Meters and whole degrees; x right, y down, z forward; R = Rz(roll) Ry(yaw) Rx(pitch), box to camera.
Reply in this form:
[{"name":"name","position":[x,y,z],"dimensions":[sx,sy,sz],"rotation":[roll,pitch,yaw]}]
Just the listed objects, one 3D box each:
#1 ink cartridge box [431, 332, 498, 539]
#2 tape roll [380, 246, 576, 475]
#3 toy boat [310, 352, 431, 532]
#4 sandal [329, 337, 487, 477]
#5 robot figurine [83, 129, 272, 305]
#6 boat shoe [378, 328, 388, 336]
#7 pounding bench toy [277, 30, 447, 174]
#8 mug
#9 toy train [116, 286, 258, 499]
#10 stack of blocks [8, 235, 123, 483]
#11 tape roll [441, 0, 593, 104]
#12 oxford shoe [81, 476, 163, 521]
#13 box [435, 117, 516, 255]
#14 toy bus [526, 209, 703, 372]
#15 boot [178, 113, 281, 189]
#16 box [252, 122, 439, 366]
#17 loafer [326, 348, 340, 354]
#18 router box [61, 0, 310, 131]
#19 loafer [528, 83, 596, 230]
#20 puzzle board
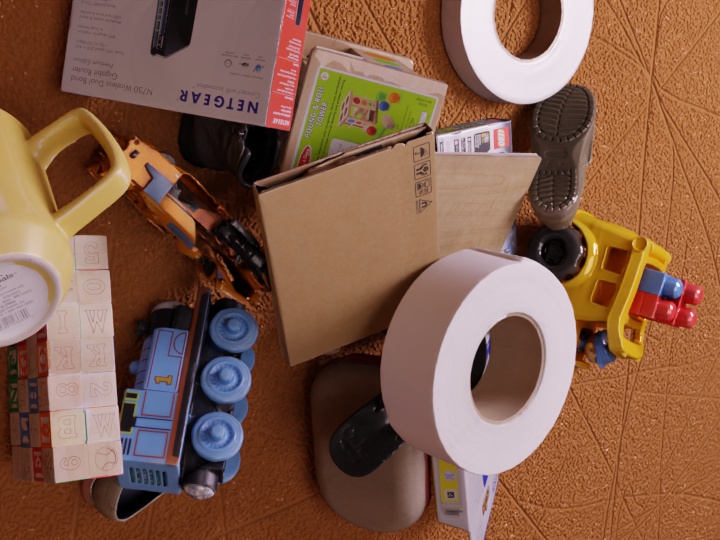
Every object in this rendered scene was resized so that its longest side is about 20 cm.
[{"name":"ink cartridge box","position":[0.118,0.193,1.151],"dimensions":[0.198,0.047,0.201],"rotation":[-49,138,-67]},{"name":"tape roll","position":[0.114,0.083,0.958],"dimensions":[0.202,0.071,0.203],"rotation":[-11,107,-39]},{"name":"toy boat","position":[0.025,0.179,1.119],"dimensions":[0.131,0.130,0.201],"rotation":[-29,120,-59]},{"name":"sandal","position":[0.052,0.126,1.006],"dimensions":[0.200,0.045,0.075],"rotation":[-45,88,-4]},{"name":"robot figurine","position":[-0.151,-0.042,0.921],"dimensions":[0.058,0.145,0.200],"rotation":[-48,114,-9]},{"name":"boat shoe","position":[0.098,0.038,1.093],"dimensions":[0.200,0.070,0.071],"rotation":[-16,137,-35]},{"name":"pounding bench toy","position":[-0.022,-0.109,0.974],"dimensions":[0.124,0.156,0.201],"rotation":[11,107,-15]},{"name":"mug","position":[-0.275,-0.037,0.750],"dimensions":[0.149,0.153,0.187],"rotation":[16,116,-47]},{"name":"toy train","position":[-0.158,0.109,0.938],"dimensions":[0.114,0.087,0.201],"rotation":[8,57,-5]},{"name":"stack of blocks","position":[-0.258,0.077,0.881],"dimensions":[0.058,0.115,0.201],"rotation":[-1,84,-35]},{"name":"tape roll","position":[0.178,-0.287,1.148],"dimensions":[0.202,0.037,0.204],"rotation":[-9,106,-34]},{"name":"oxford shoe","position":[-0.172,0.165,0.989],"dimensions":[0.200,0.074,0.071],"rotation":[-47,123,-17]},{"name":"box","position":[0.124,-0.064,1.165],"dimensions":[0.110,0.035,0.201],"rotation":[-15,110,-31]},{"name":"toy bus","position":[0.287,0.044,1.193],"dimensions":[0.136,0.192,0.201],"rotation":[17,93,-58]},{"name":"boot","position":[-0.105,-0.179,0.917],"dimensions":[0.070,0.132,0.201],"rotation":[-7,105,-33]},{"name":"box","position":[-0.005,-0.018,0.904],"dimensions":[0.163,0.021,0.200],"rotation":[-21,134,-16]},{"name":"loafer","position":[0.000,0.000,1.076],"dimensions":[0.072,0.063,0.200],"rotation":[34,81,-36]},{"name":"router box","position":[-0.140,-0.220,0.848],"dimensions":[0.049,0.199,0.180],"rotation":[-8,108,-69]},{"name":"loafer","position":[0.226,-0.130,1.179],"dimensions":[0.068,0.076,0.200],"rotation":[78,26,-55]},{"name":"puzzle board","position":[0.095,-0.056,1.075],"dimensions":[0.200,0.017,0.151],"rotation":[-5,126,-42]}]
